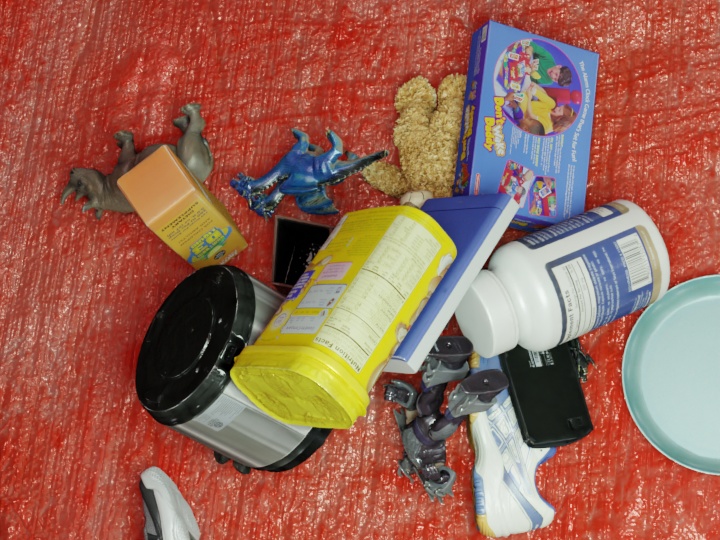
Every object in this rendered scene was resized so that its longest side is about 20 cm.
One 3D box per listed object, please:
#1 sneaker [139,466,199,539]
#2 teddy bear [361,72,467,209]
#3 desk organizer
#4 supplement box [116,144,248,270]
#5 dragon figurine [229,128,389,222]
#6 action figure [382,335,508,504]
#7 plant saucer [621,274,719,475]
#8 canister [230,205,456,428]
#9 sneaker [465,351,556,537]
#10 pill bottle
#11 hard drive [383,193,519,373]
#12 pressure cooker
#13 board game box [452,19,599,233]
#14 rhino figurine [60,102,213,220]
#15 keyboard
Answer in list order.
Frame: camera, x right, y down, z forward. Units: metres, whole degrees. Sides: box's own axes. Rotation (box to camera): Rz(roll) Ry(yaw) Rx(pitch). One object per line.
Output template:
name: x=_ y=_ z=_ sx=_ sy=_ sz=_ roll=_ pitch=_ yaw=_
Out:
sneaker: x=-0.218 y=0.311 z=1.468 sx=0.113 sy=0.076 sz=0.201 roll=-24 pitch=72 yaw=3
teddy bear: x=0.074 y=-0.122 z=1.529 sx=0.144 sy=0.067 sz=0.202 roll=17 pitch=78 yaw=21
desk organizer: x=0.000 y=0.000 z=1.505 sx=0.198 sy=0.077 sz=0.072 roll=11 pitch=76 yaw=17
supplement box: x=-0.184 y=-0.059 z=1.505 sx=0.066 sy=0.200 sz=0.069 roll=-38 pitch=72 yaw=0
dragon figurine: x=-0.050 y=-0.096 z=1.539 sx=0.199 sy=0.059 sz=0.100 roll=11 pitch=70 yaw=37
action figure: x=0.070 y=0.147 z=1.400 sx=0.069 sy=0.201 sz=0.131 roll=-16 pitch=58 yaw=-32
plant saucer: x=0.360 y=0.104 z=1.409 sx=0.198 sy=0.027 sz=0.202 roll=-4 pitch=73 yaw=13
canister: x=-0.013 y=0.040 z=1.311 sx=0.148 sy=0.087 sz=0.201 roll=-4 pitch=46 yaw=53
sneaker: x=0.151 y=0.164 z=1.429 sx=0.087 sy=0.075 sz=0.202 roll=-5 pitch=79 yaw=1
pill bottle: x=0.195 y=0.013 z=1.398 sx=0.199 sy=0.111 sz=0.112 roll=-21 pitch=68 yaw=-19
hard drive: x=0.059 y=0.010 z=1.376 sx=0.131 sy=0.025 sz=0.201 roll=-1 pitch=49 yaw=54
pressure cooker: x=-0.107 y=0.110 z=1.440 sx=0.175 sy=0.199 sz=0.180 roll=-6 pitch=59 yaw=50
board game box: x=0.174 y=-0.145 z=1.485 sx=0.133 sy=0.045 sz=0.202 roll=13 pitch=74 yaw=-18
rhino figurine: x=-0.256 y=-0.113 z=1.614 sx=0.198 sy=0.060 sz=0.088 roll=-21 pitch=80 yaw=11
keyboard: x=0.184 y=0.088 z=1.443 sx=0.103 sy=0.040 sz=0.202 roll=-4 pitch=63 yaw=-15
